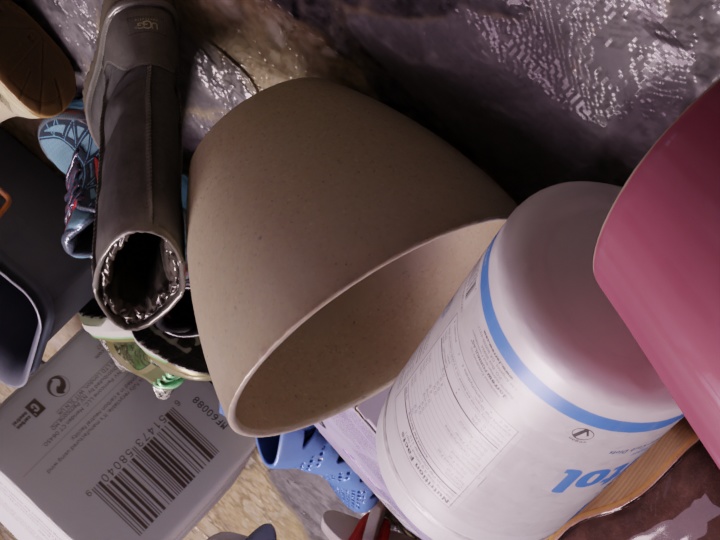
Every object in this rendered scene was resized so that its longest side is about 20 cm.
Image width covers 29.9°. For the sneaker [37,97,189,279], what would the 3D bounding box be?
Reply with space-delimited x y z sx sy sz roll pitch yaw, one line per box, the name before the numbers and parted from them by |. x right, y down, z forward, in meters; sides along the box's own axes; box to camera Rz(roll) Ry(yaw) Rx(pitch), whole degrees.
sneaker | -0.188 -0.056 0.985 0.199 0.095 0.080 35 147 32

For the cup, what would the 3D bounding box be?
cup | -0.020 -0.022 0.762 0.144 0.199 0.201 58 157 20

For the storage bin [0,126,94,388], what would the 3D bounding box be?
storage bin | -0.301 -0.032 1.127 0.199 0.134 0.146 38 136 8

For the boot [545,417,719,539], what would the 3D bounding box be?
boot | 0.187 0.184 0.774 0.166 0.072 0.202 44 125 40

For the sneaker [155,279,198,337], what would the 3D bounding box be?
sneaker | -0.143 0.001 1.031 0.199 0.084 0.077 20 144 36

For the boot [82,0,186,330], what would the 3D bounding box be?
boot | -0.137 -0.054 0.843 0.182 0.072 0.202 100 161 -59

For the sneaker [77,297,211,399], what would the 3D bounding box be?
sneaker | -0.164 0.071 1.155 0.199 0.077 0.089 19 134 51

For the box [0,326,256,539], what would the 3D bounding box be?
box | -0.237 0.181 1.274 0.200 0.199 0.172 41 152 6

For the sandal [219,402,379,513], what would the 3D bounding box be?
sandal | -0.051 0.128 1.086 0.079 0.087 0.201 -2 130 51

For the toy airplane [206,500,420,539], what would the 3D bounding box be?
toy airplane | -0.011 0.272 1.119 0.142 0.198 0.200 89 156 -59

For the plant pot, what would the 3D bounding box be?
plant pot | 0.196 0.016 0.526 0.179 0.199 0.201 47 156 27

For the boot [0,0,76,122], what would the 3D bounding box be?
boot | -0.316 -0.188 1.007 0.155 0.073 0.200 -5 132 51

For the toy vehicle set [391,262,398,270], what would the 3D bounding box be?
toy vehicle set | 0.000 0.000 0.906 0.200 0.027 0.124 47 152 -8

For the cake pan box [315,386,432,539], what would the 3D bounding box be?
cake pan box | 0.033 0.136 0.974 0.200 0.052 0.184 51 168 -18

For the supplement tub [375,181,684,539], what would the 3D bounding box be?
supplement tub | 0.098 0.058 0.725 0.132 0.132 0.201 38 143 7
